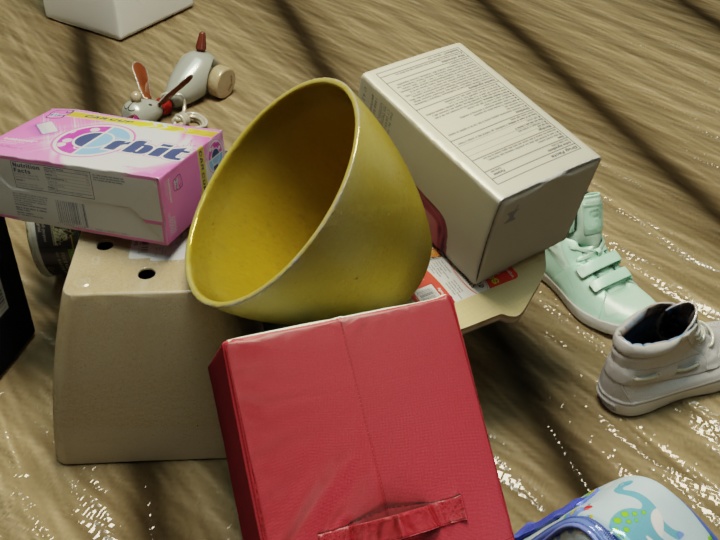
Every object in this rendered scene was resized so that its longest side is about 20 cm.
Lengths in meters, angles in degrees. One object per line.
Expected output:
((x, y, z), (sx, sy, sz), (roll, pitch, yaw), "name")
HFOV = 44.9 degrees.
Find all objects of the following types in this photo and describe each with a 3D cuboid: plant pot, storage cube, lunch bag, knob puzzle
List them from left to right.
((-0.185, 0.044, 0.822), (0.199, 0.177, 0.200), (-2, 38, -2), "plant pot")
((-0.025, -0.032, 0.709), (0.142, 0.200, 0.200), (32, 23, -34), "plant pot")
((-0.010, 0.131, 0.655), (0.171, 0.200, 0.180), (-11, 81, -15), "storage cube")
((0.088, -0.018, 0.833), (0.219, 0.030, 0.220), (5, 47, -5), "knob puzzle")
((0.166, 0.228, 0.563), (0.082, 0.200, 0.161), (-26, 70, -27), "lunch bag")

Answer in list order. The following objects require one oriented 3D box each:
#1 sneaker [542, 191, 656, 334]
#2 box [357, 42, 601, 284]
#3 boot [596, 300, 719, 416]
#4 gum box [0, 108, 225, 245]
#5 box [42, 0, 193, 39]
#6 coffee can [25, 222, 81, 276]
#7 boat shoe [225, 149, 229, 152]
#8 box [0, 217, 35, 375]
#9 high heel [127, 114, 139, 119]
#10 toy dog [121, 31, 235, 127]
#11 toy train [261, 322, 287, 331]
((0.256, -0.016, 0.952), (0.074, 0.118, 0.200), (-22, 45, -28), "sneaker")
((0.100, -0.106, 0.821), (0.128, 0.109, 0.200), (-24, 56, -28), "box")
((0.326, 0.071, 0.860), (0.200, 0.096, 0.074), (-19, 42, -23), "boot")
((-0.237, -0.091, 0.796), (0.200, 0.066, 0.114), (10, 32, 17), "gum box")
((-0.442, -0.544, 1.563), (0.200, 0.172, 0.199), (21, 43, 25), "box")
((-0.255, -0.068, 0.986), (0.199, 0.147, 0.147), (-1, 38, -2), "coffee can")
((-0.174, -0.137, 1.135), (0.200, 0.073, 0.063), (-11, 43, -7), "boat shoe")
((-0.451, 0.007, 0.845), (0.196, 0.200, 0.124), (8, 37, 9), "box")
((-0.375, -0.149, 1.125), (0.200, 0.096, 0.067), (-13, 40, -17), "high heel")
((-0.272, -0.290, 1.305), (0.132, 0.096, 0.200), (8, 39, 10), "toy dog")
((-0.036, 0.060, 0.812), (0.114, 0.085, 0.200), (-12, 80, -45), "toy train")
